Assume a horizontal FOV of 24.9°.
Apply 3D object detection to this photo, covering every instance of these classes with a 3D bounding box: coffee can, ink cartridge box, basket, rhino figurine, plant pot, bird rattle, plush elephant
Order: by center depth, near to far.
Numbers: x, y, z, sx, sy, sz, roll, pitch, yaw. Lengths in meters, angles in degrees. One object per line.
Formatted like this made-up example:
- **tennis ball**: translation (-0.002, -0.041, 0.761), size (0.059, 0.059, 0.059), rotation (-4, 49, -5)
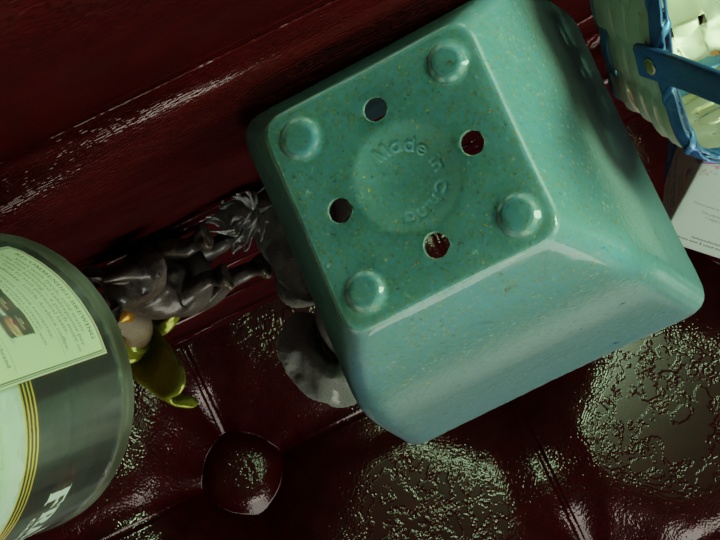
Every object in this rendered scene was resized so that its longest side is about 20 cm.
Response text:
- **coffee can**: translation (-0.208, 0.067, 0.696), size (0.146, 0.147, 0.200), rotation (-27, 177, 22)
- **basket**: translation (0.208, -0.127, 0.782), size (0.175, 0.140, 0.200), rotation (-25, -152, -20)
- **plant pot**: translation (0.047, -0.036, 0.858), size (0.195, 0.197, 0.200), rotation (-26, 167, 12)
- **rhino figurine**: translation (-0.138, 0.004, 1.167), size (0.087, 0.060, 0.200), rotation (-22, 177, 17)
- **plush elephant**: translation (0.000, 0.000, 1.182), size (0.199, 0.155, 0.165), rotation (-15, 154, -47)
- **bird rattle**: translation (-0.229, 0.056, 1.269), size (0.198, 0.114, 0.163), rotation (-7, 159, 0)
- **ink cartridge box**: translation (0.328, -0.130, 1.370), size (0.201, 0.084, 0.145), rotation (111, -5, -45)

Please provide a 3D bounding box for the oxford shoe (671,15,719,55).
- **oxford shoe**: translation (0.259, -0.193, 1.337), size (0.072, 0.072, 0.200), rotation (6, -169, 9)
